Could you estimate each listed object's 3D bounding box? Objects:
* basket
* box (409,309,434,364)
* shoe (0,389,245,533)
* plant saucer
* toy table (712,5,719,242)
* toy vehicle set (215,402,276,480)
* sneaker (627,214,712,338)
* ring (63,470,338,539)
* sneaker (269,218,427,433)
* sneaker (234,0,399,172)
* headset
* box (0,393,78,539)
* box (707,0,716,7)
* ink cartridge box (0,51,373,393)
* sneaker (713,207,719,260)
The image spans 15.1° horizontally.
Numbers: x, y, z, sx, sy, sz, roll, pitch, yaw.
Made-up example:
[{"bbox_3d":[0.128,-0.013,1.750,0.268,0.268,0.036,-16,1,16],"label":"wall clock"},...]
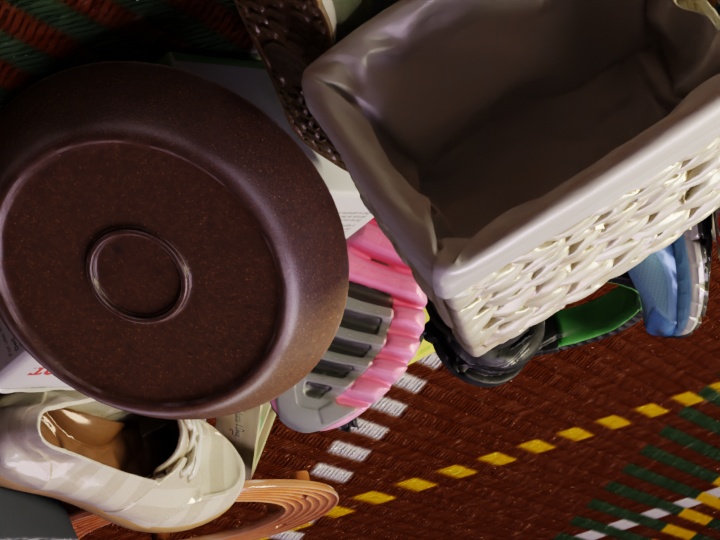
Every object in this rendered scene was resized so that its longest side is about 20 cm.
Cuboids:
[{"bbox_3d":[0.092,-0.069,1.276,0.199,0.136,0.124,-32,153,-5],"label":"basket"},{"bbox_3d":[0.063,0.011,1.747,0.199,0.050,0.075,-26,163,-24],"label":"box"},{"bbox_3d":[-0.129,0.103,1.506,0.053,0.070,0.199,-23,156,36],"label":"shoe"},{"bbox_3d":[-0.105,-0.005,1.324,0.200,0.200,0.035,-38,-166,32],"label":"plant saucer"},{"bbox_3d":[0.259,-0.110,1.538,0.199,0.118,0.184,-28,-173,12],"label":"toy table"},{"bbox_3d":[-0.052,0.034,1.604,0.026,0.125,0.200,19,158,3],"label":"toy vehicle set"},{"bbox_3d":[0.141,-0.050,1.479,0.089,0.079,0.201,-9,122,16],"label":"sneaker"},{"bbox_3d":[-0.112,0.151,1.680,0.199,0.019,0.201,-10,165,-3],"label":"ring"},{"bbox_3d":[0.000,0.000,1.516,0.201,0.079,0.095,-66,-170,-13],"label":"sneaker"},{"bbox_3d":[-0.006,-0.134,1.306,0.090,0.067,0.201,-50,152,-18],"label":"sneaker"},{"bbox_3d":[0.072,0.036,1.561,0.198,0.095,0.124,-8,159,1],"label":"headset"},{"bbox_3d":[-0.280,0.136,1.522,0.199,0.149,0.104,-34,159,24],"label":"box"},{"bbox_3d":[0.110,-0.146,1.443,0.199,0.042,0.119,-21,161,-21],"label":"box"},{"bbox_3d":[-0.102,-0.022,1.429,0.200,0.084,0.144,-38,157,31],"label":"ink cartridge box"},{"bbox_3d":[0.231,-0.073,1.424,0.081,0.077,0.201,1,140,-4],"label":"sneaker"}]
